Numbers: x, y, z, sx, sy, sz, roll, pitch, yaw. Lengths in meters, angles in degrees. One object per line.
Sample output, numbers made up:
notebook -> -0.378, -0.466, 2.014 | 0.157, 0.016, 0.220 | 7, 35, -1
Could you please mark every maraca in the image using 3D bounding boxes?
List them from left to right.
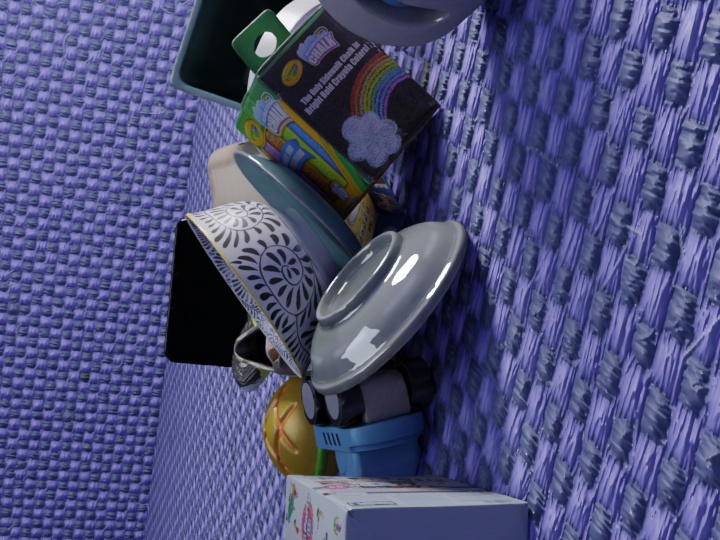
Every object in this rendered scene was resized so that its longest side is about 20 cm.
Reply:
maraca -> -0.065, 0.188, 1.302 | 0.200, 0.105, 0.140 | 148, 124, -72

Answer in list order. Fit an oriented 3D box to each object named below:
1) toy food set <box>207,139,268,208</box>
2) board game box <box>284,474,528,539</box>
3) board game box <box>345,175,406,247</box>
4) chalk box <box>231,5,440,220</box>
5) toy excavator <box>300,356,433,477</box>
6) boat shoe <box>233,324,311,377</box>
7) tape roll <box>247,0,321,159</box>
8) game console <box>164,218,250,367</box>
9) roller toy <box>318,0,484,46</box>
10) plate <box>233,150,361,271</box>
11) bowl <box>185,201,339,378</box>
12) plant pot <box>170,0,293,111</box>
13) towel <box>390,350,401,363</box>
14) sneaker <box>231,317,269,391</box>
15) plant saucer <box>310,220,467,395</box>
toy food set -> -0.129, -0.079, 1.489 | 0.142, 0.060, 0.204 | -7, 93, 42
board game box -> 0.029, 0.206, 0.894 | 0.200, 0.145, 0.066 | 170, 103, -74
board game box -> 0.000, 0.000, 1.263 | 0.136, 0.034, 0.203 | -113, 32, -59
chalk box -> -0.043, -0.174, 1.124 | 0.125, 0.200, 0.124 | -48, 1, -24
toy excavator -> 0.005, 0.197, 1.096 | 0.194, 0.098, 0.204 | 163, 98, -67
boat shoe -> -0.072, 0.086, 1.222 | 0.199, 0.067, 0.076 | -16, 82, 56
tape roll -> -0.053, -0.209, 1.270 | 0.037, 0.201, 0.207 | 19, 108, 31
game console -> -0.180, 0.034, 1.597 | 0.175, 0.114, 0.204 | 3, -87, -63
roller toy -> 0.047, -0.298, 0.939 | 0.184, 0.198, 0.140 | 59, 162, -2
plate -> -0.054, -0.059, 1.151 | 0.026, 0.200, 0.200 | -46, 15, -7
bowl -> -0.082, -0.001, 1.114 | 0.202, 0.094, 0.201 | 52, 170, 13
plant pot -> -0.107, -0.289, 1.431 | 0.200, 0.193, 0.199 | -26, -46, -86
towel -> -0.017, 0.049, 1.203 | 0.199, 0.018, 0.088 | 35, 129, 49
sneaker -> -0.112, 0.085, 1.497 | 0.074, 0.077, 0.202 | -15, 39, 36
plant saucer -> 0.012, 0.020, 1.002 | 0.200, 0.050, 0.201 | -45, 14, 14
